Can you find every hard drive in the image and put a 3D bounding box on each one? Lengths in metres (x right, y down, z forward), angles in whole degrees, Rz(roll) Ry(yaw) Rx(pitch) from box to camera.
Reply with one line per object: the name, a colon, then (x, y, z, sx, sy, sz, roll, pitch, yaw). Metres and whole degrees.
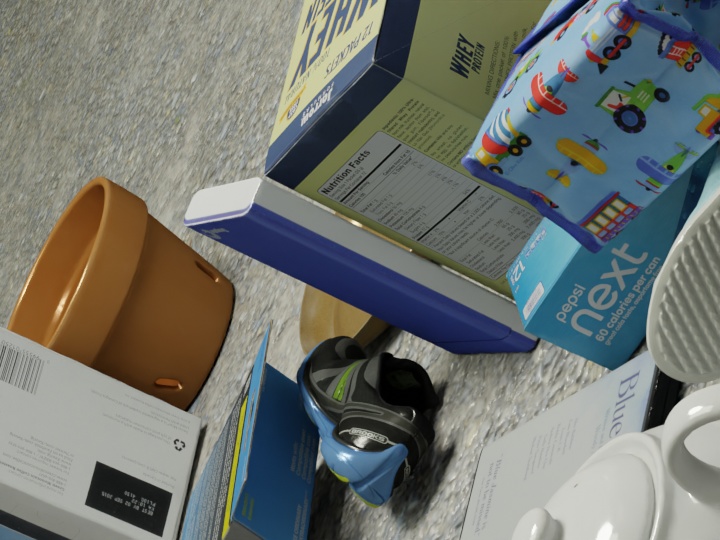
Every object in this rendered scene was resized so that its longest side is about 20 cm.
hard drive: (0.000, 0.000, 1.681, 0.025, 0.200, 0.132, -68, 18, -11)

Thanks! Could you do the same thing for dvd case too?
dvd case: (0.107, 0.133, 1.503, 0.200, 0.018, 0.143, -37, 32, 54)

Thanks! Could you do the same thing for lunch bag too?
lunch bag: (0.150, -0.136, 1.447, 0.151, 0.094, 0.200, -46, 18, 42)

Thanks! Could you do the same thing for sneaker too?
sneaker: (0.011, 0.090, 1.773, 0.083, 0.071, 0.200, -40, 19, 4)
sneaker: (0.207, -0.034, 1.392, 0.200, 0.074, 0.082, -60, 2, 3)

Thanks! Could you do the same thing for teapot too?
teapot: (0.136, 0.140, 1.211, 0.200, 0.146, 0.197, -64, 18, -2)

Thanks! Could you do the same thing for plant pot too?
plant pot: (-0.199, 0.042, 2.274, 0.200, 0.140, 0.200, -52, 21, 30)
plant pot: (0.017, -0.023, 1.945, 0.200, 0.027, 0.200, -53, 22, 32)

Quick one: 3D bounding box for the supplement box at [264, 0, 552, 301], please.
supplement box: (0.073, -0.120, 1.640, 0.134, 0.199, 0.200, -43, 28, 48)

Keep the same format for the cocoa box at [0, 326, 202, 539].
cocoa box: (-0.250, 0.158, 2.161, 0.131, 0.200, 0.134, -43, 28, 49)

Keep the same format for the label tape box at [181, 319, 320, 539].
label tape box: (-0.069, 0.154, 1.828, 0.200, 0.063, 0.144, 117, 166, -45)

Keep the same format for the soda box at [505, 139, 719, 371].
soda box: (0.164, -0.046, 1.504, 0.200, 0.068, 0.064, -57, 22, 22)
